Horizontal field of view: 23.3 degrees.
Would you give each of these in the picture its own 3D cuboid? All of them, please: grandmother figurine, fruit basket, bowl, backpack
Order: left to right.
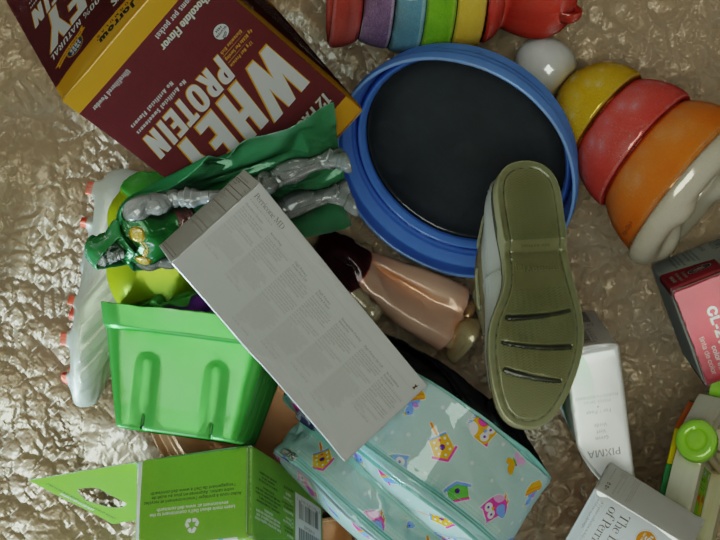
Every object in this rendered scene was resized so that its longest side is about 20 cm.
[{"bbox_3d":[-0.129,0.028,1.349,0.153,0.216,0.218,7,98,3],"label":"fruit basket"},{"bbox_3d":[0.000,0.000,1.401,0.199,0.121,0.061,29,99,-14],"label":"grandmother figurine"},{"bbox_3d":[0.043,0.145,1.350,0.176,0.199,0.154,43,74,-33],"label":"backpack"},{"bbox_3d":[0.079,-0.088,1.382,0.198,0.039,0.202,12,128,16],"label":"bowl"}]

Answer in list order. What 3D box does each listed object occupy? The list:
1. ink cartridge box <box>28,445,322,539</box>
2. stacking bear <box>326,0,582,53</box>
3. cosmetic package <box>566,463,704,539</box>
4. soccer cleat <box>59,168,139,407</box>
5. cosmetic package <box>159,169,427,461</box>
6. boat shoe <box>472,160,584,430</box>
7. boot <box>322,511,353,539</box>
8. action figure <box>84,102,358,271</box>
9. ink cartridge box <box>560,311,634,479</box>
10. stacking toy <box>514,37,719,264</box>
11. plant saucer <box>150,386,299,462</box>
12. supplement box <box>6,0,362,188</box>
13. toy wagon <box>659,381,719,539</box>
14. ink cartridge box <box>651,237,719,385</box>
[{"bbox_3d":[-0.146,0.206,1.401,0.198,0.148,0.077,-11,65,19],"label":"ink cartridge box"},{"bbox_3d":[0.075,-0.226,1.378,0.197,0.122,0.115,3,118,-5],"label":"stacking bear"},{"bbox_3d":[0.172,0.251,1.306,0.082,0.051,0.201,29,116,10],"label":"cosmetic package"},{"bbox_3d":[-0.200,0.018,1.446,0.077,0.069,0.203,10,95,-1],"label":"soccer cleat"},{"bbox_3d":[-0.046,0.032,1.225,0.082,0.051,0.200,-40,113,-3],"label":"cosmetic package"},{"bbox_3d":[0.123,0.024,1.308,0.074,0.068,0.202,6,73,-9],"label":"boat shoe"},{"bbox_3d":[-0.089,0.282,1.475,0.197,0.074,0.157,-5,93,0],"label":"boot"},{"bbox_3d":[-0.102,-0.040,1.251,0.198,0.055,0.119,-18,131,-8],"label":"action figure"},{"bbox_3d":[0.187,0.144,1.389,0.049,0.161,0.203,-6,97,2],"label":"ink cartridge box"},{"bbox_3d":[0.202,-0.118,1.385,0.200,0.146,0.146,43,98,13],"label":"stacking toy"},{"bbox_3d":[-0.086,0.103,1.466,0.198,0.032,0.203,0,97,3],"label":"plant saucer"},{"bbox_3d":[-0.137,-0.166,1.312,0.133,0.200,0.197,-47,128,8],"label":"supplement box"},{"bbox_3d":[0.273,0.160,1.390,0.039,0.155,0.202,10,77,23],"label":"toy wagon"},{"bbox_3d":[0.340,0.006,1.369,0.198,0.146,0.084,-21,95,6],"label":"ink cartridge box"}]
